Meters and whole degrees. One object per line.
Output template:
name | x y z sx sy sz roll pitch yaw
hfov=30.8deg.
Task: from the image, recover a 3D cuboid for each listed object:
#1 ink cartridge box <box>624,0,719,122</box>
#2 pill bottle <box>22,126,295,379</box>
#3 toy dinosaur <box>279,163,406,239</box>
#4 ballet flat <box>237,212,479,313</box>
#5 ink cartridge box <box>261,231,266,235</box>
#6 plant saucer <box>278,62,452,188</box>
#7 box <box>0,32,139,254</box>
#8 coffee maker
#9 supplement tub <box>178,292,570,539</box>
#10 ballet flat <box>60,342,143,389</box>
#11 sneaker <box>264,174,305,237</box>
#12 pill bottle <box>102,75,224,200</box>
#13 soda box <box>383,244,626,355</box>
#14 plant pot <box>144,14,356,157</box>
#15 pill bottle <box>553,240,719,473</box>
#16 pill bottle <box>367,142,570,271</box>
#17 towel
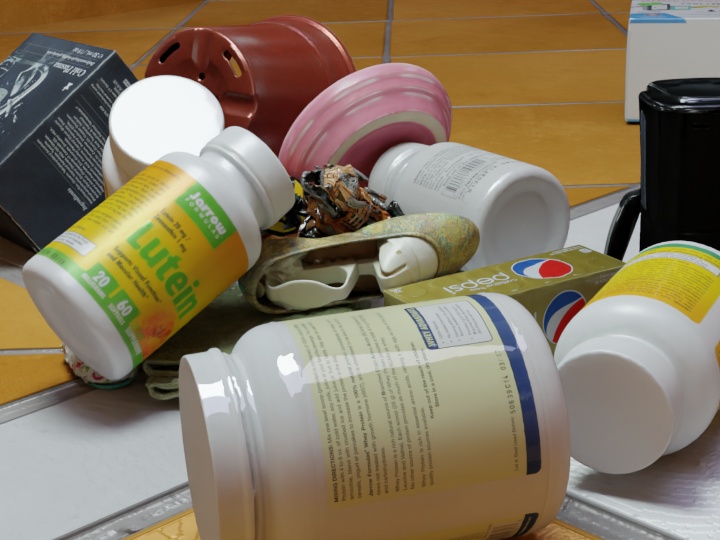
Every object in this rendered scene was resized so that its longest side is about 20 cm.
ink cartridge box | 0.453 -0.301 1.863 0.146 0.146 0.200 2 19 12
pill bottle | -0.147 -0.020 0.999 0.200 0.111 0.111 -42 37 -24
toy dinosaur | -0.020 -0.029 1.129 0.135 0.200 0.102 -1 46 16
ballet flat | 0.000 0.000 1.047 0.199 0.071 0.071 -7 19 0
ink cartridge box | -0.151 -0.061 1.395 0.119 0.042 0.200 8 18 27
plant saucer | 0.013 -0.119 1.350 0.200 0.201 0.051 -13 51 -28
box | -0.338 -0.136 1.387 0.200 0.124 0.197 20 64 49
coffee maker | 0.293 -0.047 1.051 0.134 0.201 0.192 -11 20 -21
supplement tub | 0.004 0.095 0.753 0.199 0.145 0.145 -7 19 -15
ballet flat | -0.214 0.033 1.090 0.075 0.064 0.200 -7 20 -8
sneaker | -0.087 -0.065 1.283 0.090 0.070 0.200 34 -1 -18
pill bottle | -0.169 -0.072 1.154 0.114 0.200 0.115 3 60 -5
soda box | 0.118 0.034 1.045 0.200 0.064 0.068 -13 22 -28
plant pot | -0.132 -0.196 1.484 0.200 0.201 0.195 7 9 26
pill bottle | 0.198 0.059 0.889 0.112 0.113 0.200 7 21 26
pill bottle | 0.096 -0.062 1.252 0.114 0.115 0.200 -13 22 -29
towel | -0.078 0.057 1.047 0.148 0.037 0.200 1 20 12
